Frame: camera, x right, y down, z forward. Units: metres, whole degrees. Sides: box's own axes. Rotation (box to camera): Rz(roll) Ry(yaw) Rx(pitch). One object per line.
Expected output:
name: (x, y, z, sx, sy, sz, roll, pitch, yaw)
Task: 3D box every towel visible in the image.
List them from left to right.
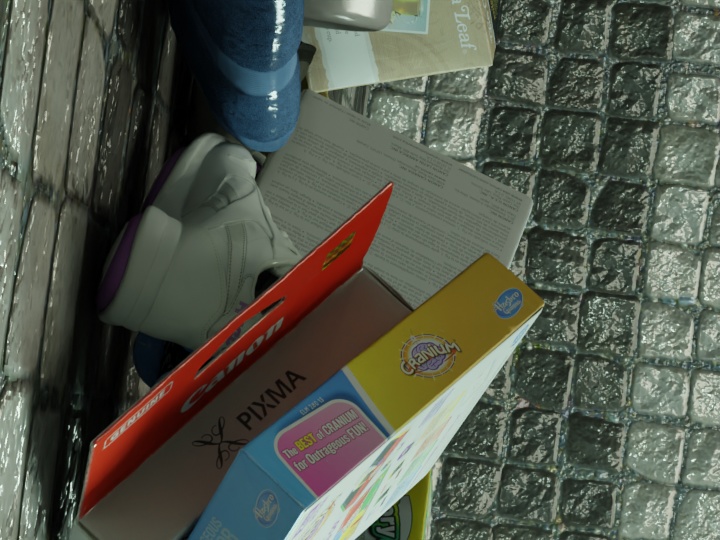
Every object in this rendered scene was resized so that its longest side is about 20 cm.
towel: (-0.066, -0.144, 1.251, 0.200, 0.048, 0.112, 98, -31, -64)

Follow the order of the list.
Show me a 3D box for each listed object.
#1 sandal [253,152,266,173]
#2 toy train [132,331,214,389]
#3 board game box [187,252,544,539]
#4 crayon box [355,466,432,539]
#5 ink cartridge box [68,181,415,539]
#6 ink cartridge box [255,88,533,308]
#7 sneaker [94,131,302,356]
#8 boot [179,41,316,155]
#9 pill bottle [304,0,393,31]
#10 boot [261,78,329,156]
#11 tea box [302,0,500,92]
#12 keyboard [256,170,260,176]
sandal: (-0.079, 0.020, 1.671, 0.050, 0.082, 0.203, -10, 104, -42)
toy train: (-0.068, 0.093, 1.303, 0.087, 0.114, 0.200, -44, -149, 55)
board game box: (-0.008, 0.092, 1.186, 0.200, 0.040, 0.153, -37, 165, -44)
crayon box: (-0.055, 0.191, 1.377, 0.058, 0.172, 0.200, 92, 5, -57)
ink cartridge box: (-0.051, 0.068, 1.157, 0.200, 0.044, 0.174, -42, 168, -27)
ink cartridge box: (0.000, 0.000, 1.467, 0.200, 0.161, 0.050, -66, -177, -39)
sneaker: (-0.071, -0.005, 1.256, 0.200, 0.099, 0.075, -71, -174, -66)
boot: (-0.082, -0.082, 1.485, 0.200, 0.068, 0.131, -58, 166, -81)
pill bottle: (-0.027, -0.248, 1.473, 0.114, 0.114, 0.201, -38, 135, -86)
boot: (-0.051, -0.067, 1.787, 0.156, 0.073, 0.201, 92, -8, -67)
tea box: (0.016, -0.258, 1.695, 0.197, 0.133, 0.200, -80, 159, -61)
keyboard: (-0.068, -0.002, 1.542, 0.127, 0.021, 0.200, -41, -155, 33)
